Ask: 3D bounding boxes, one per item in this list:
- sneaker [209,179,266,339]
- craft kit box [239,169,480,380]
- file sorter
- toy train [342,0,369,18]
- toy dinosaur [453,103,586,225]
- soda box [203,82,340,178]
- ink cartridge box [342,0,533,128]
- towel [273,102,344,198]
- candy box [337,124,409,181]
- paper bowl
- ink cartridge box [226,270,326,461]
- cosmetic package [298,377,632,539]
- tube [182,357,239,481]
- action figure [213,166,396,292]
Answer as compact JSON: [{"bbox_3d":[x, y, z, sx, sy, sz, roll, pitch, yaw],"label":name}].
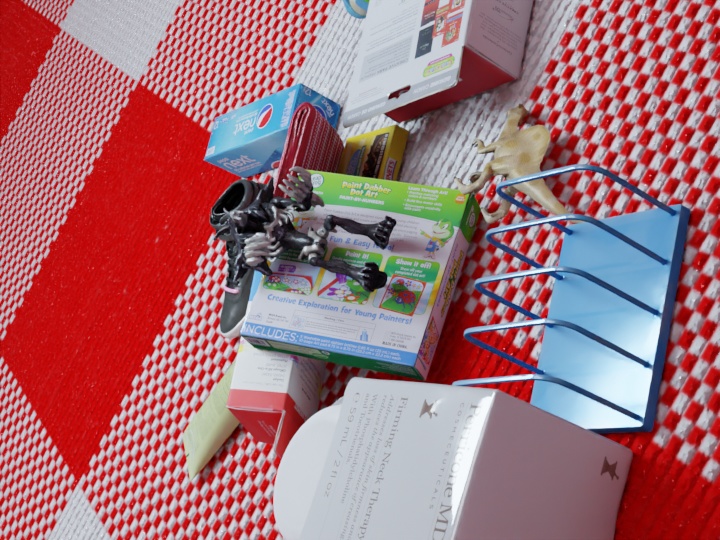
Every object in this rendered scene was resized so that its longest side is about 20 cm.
[{"bbox_3d":[-0.152,-0.021,1.747,0.071,0.099,0.200,19,86,56],"label":"sneaker"},{"bbox_3d":[0.000,0.000,1.462,0.200,0.049,0.198,10,70,25],"label":"craft kit box"},{"bbox_3d":[0.175,0.025,1.222,0.139,0.123,0.200,-10,60,52],"label":"file sorter"},{"bbox_3d":[0.039,-0.409,1.766,0.116,0.085,0.200,-15,55,66],"label":"toy train"},{"bbox_3d":[0.148,-0.097,1.395,0.101,0.058,0.200,-38,39,18],"label":"toy dinosaur"},{"bbox_3d":[-0.114,-0.175,1.826,0.200,0.068,0.064,-12,60,52],"label":"soda box"},{"bbox_3d":[0.083,-0.237,1.569,0.200,0.084,0.176,-14,57,51],"label":"ink cartridge box"},{"bbox_3d":[-0.060,-0.099,1.607,0.200,0.022,0.145,37,-111,-78],"label":"towel"},{"bbox_3d":[-0.006,-0.065,1.634,0.102,0.026,0.200,-11,60,56],"label":"candy box"},{"bbox_3d":[-0.007,0.208,1.375,0.201,0.104,0.201,-36,42,40],"label":"paper bowl"},{"bbox_3d":[-0.086,0.112,1.531,0.067,0.116,0.200,4,66,16],"label":"ink cartridge box"},{"bbox_3d":[0.085,0.195,1.193,0.200,0.166,0.168,-2,67,54],"label":"cosmetic package"},{"bbox_3d":[-0.154,0.155,1.681,0.200,0.052,0.058,-52,-7,25],"label":"tube"},{"bbox_3d":[-0.068,-0.041,1.427,0.200,0.102,0.119,12,70,23],"label":"action figure"}]
